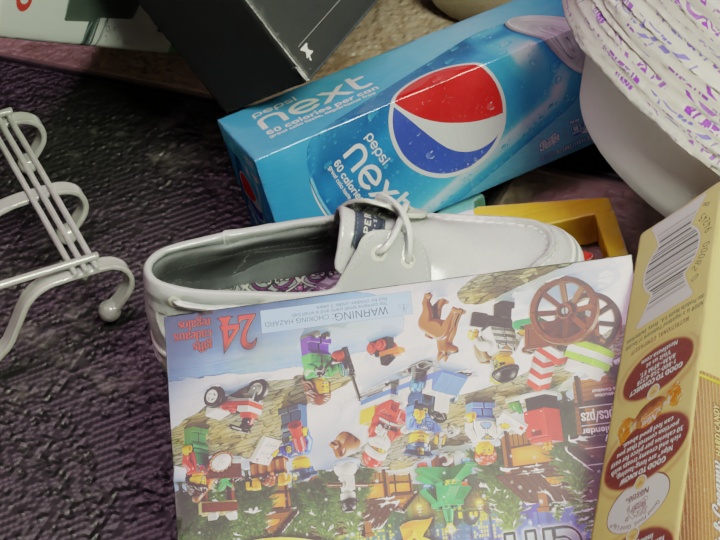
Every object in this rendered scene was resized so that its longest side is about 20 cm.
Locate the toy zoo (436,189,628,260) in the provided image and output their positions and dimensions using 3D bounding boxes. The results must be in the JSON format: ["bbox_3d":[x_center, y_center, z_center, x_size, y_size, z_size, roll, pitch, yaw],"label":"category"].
[{"bbox_3d":[0.066,0.031,0.835,0.130,0.021,0.201,-11,44,2],"label":"toy zoo"}]

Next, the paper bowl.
[{"bbox_3d":[0.179,-0.077,0.821,0.199,0.105,0.201,26,27,-15],"label":"paper bowl"}]

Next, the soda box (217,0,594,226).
[{"bbox_3d":[0.037,-0.074,0.907,0.199,0.065,0.068,-24,27,-11],"label":"soda box"}]

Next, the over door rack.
[{"bbox_3d":[-0.229,-0.010,0.897,0.198,0.067,0.148,-9,40,-28],"label":"over door rack"}]

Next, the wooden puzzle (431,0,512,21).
[{"bbox_3d":[0.135,-0.207,0.959,0.184,0.046,0.201,27,97,34],"label":"wooden puzzle"}]

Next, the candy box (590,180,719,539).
[{"bbox_3d":[0.153,0.076,0.699,0.055,0.115,0.201,-37,26,44],"label":"candy box"}]

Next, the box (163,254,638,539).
[{"bbox_3d":[0.023,0.075,0.749,0.198,0.038,0.138,-8,67,3],"label":"box"}]

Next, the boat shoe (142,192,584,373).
[{"bbox_3d":[0.000,0.000,0.817,0.198,0.069,0.072,-6,44,8],"label":"boat shoe"}]

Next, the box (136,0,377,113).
[{"bbox_3d":[-0.035,-0.200,0.919,0.079,0.141,0.200,-17,29,52],"label":"box"}]

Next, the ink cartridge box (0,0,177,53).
[{"bbox_3d":[-0.148,-0.193,0.954,0.082,0.148,0.200,17,11,27],"label":"ink cartridge box"}]
